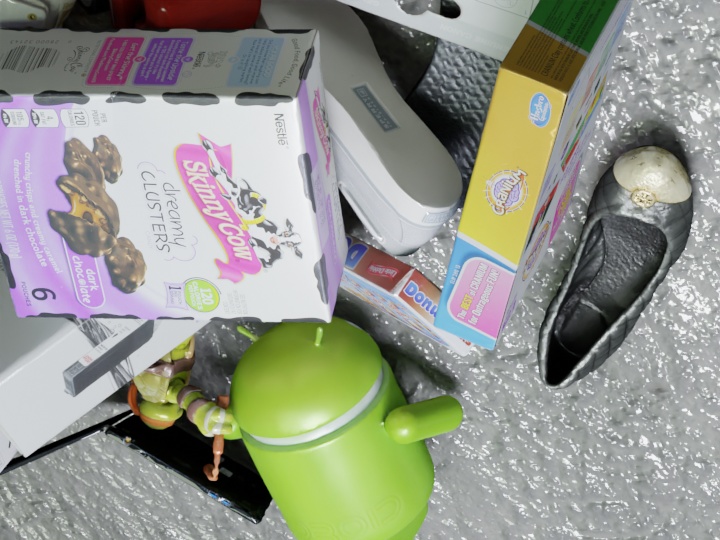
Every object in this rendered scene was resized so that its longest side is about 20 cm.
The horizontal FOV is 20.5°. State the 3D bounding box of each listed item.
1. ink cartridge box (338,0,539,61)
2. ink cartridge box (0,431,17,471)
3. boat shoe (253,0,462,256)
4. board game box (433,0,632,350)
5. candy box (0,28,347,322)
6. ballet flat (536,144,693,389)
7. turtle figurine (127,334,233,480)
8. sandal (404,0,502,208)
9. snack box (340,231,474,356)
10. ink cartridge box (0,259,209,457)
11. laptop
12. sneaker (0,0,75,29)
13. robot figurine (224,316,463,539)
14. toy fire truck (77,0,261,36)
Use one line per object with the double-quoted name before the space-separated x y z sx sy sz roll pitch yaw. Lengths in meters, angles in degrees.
"ink cartridge box" 0.050 -0.229 1.133 0.162 0.050 0.200 21 136 12
"ink cartridge box" -0.249 0.058 1.431 0.044 0.200 0.094 4 129 29
"boat shoe" -0.011 -0.096 1.223 0.200 0.072 0.069 51 136 15
"board game box" 0.103 -0.074 1.159 0.040 0.153 0.200 22 134 10
"candy box" -0.116 -0.054 1.170 0.200 0.072 0.168 1 130 11
"ballet flat" 0.162 0.002 1.260 0.066 0.057 0.200 24 135 8
"turtle figurine" -0.139 0.048 1.424 0.064 0.200 0.162 1 114 -24
"sandal" 0.070 -0.121 1.223 0.076 0.043 0.200 21 124 5
"snack box" 0.000 0.000 1.283 0.072 0.024 0.200 41 173 -33
"ink cartridge box" -0.190 0.004 1.314 0.144 0.200 0.084 46 167 38
"laptop" -0.177 0.164 1.486 0.200 0.177 0.103 31 92 1
"sneaker" -0.195 -0.125 1.214 0.200 0.074 0.116 39 131 -22
"robot figurine" -0.020 0.118 1.417 0.175 0.116 0.200 -2 126 37
"toy fire truck" -0.080 -0.199 1.140 0.200 0.128 0.176 48 151 43
